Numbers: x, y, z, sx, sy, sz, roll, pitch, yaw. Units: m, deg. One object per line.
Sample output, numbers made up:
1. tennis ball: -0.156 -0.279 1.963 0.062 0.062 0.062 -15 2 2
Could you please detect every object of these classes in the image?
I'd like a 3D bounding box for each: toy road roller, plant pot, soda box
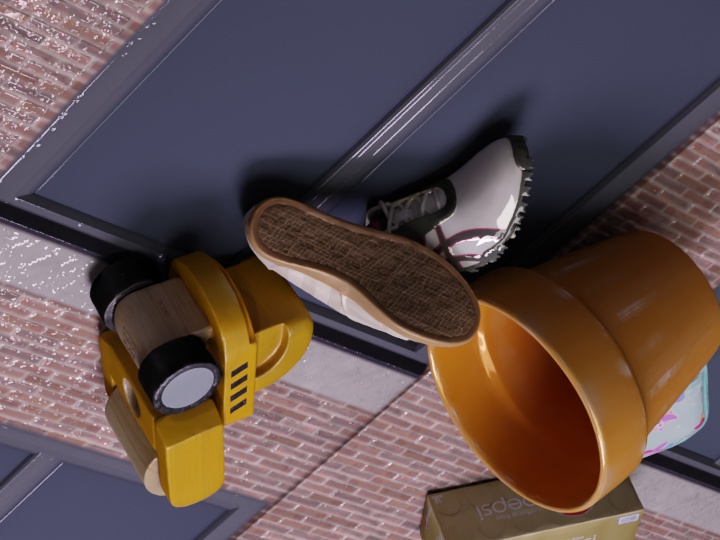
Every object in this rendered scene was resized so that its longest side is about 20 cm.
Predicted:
1. toy road roller: -0.118 0.072 1.685 0.146 0.123 0.200 -20 143 -21
2. plant pot: 0.187 0.064 1.764 0.183 0.200 0.200 -33 150 -28
3. soda box: 0.161 0.237 2.059 0.200 0.068 0.064 -9 141 -16

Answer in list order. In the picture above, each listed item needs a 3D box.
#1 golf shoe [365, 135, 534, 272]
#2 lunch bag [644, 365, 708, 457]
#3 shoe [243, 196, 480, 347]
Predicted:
1. golf shoe: 0.056 -0.032 1.680 0.088 0.077 0.200 21 124 -30
2. lunch bag: 0.206 0.114 1.915 0.200 0.077 0.160 -19 148 -5
3. shoe: 0.000 0.000 1.652 0.200 0.070 0.053 28 165 -14
